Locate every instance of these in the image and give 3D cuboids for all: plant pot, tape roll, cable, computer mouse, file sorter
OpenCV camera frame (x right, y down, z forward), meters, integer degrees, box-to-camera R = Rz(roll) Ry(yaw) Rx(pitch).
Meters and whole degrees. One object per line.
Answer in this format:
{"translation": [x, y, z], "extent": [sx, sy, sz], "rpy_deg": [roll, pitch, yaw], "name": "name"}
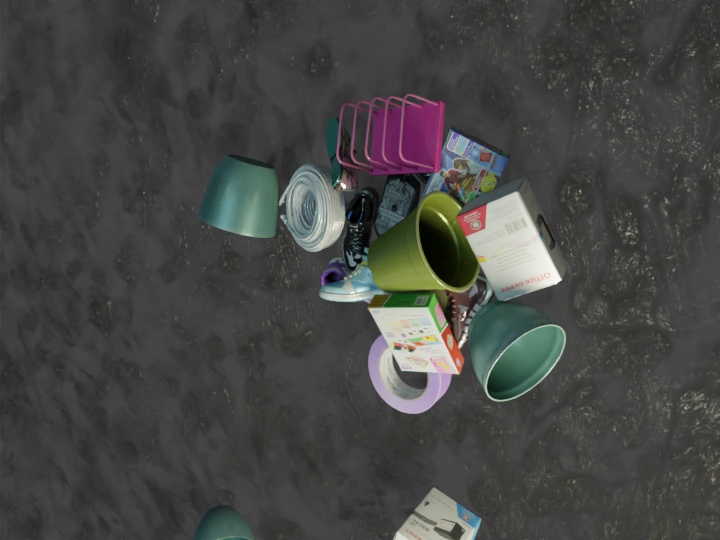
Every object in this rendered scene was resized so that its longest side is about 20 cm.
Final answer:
{"translation": [0.117, -0.033, 1.417], "extent": [0.188, 0.198, 0.205], "rpy_deg": [-22, 92, 45], "name": "plant pot"}
{"translation": [0.115, 0.229, 1.624], "extent": [0.195, 0.065, 0.207], "rpy_deg": [11, 110, 30], "name": "tape roll"}
{"translation": [-0.428, 0.811, 2.117], "extent": [0.203, 0.195, 0.137], "rpy_deg": [-59, 34, 31], "name": "plant pot"}
{"translation": [-0.108, -0.146, 1.618], "extent": [0.203, 0.068, 0.201], "rpy_deg": [62, 139, 27], "name": "cable"}
{"translation": [-0.287, -0.191, 1.695], "extent": [0.197, 0.199, 0.166], "rpy_deg": [23, 104, 26], "name": "plant pot"}
{"translation": [0.301, 0.146, 1.411], "extent": [0.135, 0.196, 0.204], "rpy_deg": [52, 130, 41], "name": "plant pot"}
{"translation": [0.095, -0.157, 1.532], "extent": [0.136, 0.052, 0.205], "rpy_deg": [29, 110, 19], "name": "computer mouse"}
{"translation": [0.057, -0.280, 1.422], "extent": [0.197, 0.123, 0.144], "rpy_deg": [5, 90, 47], "name": "file sorter"}

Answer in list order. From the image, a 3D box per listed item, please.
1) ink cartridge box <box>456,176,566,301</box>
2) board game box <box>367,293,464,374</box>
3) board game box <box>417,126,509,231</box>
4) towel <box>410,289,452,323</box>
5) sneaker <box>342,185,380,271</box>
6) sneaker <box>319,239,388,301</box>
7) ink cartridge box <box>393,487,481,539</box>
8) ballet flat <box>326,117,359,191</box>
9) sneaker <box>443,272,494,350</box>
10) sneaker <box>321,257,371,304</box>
{"translation": [0.302, -0.061, 1.369], "extent": [0.145, 0.086, 0.203], "rpy_deg": [-20, 108, 36], "name": "ink cartridge box"}
{"translation": [0.120, 0.137, 1.472], "extent": [0.149, 0.041, 0.203], "rpy_deg": [-1, 131, 34], "name": "board game box"}
{"translation": [0.207, -0.176, 1.429], "extent": [0.133, 0.035, 0.204], "rpy_deg": [26, 118, 4], "name": "board game box"}
{"translation": [0.144, 0.019, 1.558], "extent": [0.145, 0.036, 0.207], "rpy_deg": [5, 108, 35], "name": "towel"}
{"translation": [-0.013, -0.089, 1.564], "extent": [0.071, 0.112, 0.206], "rpy_deg": [16, 105, 13], "name": "sneaker"}
{"translation": [0.000, 0.000, 1.560], "extent": [0.193, 0.080, 0.135], "rpy_deg": [-4, 96, 0], "name": "sneaker"}
{"translation": [0.177, 0.630, 1.620], "extent": [0.143, 0.199, 0.086], "rpy_deg": [28, 119, 23], "name": "ink cartridge box"}
{"translation": [-0.036, -0.257, 1.559], "extent": [0.069, 0.070, 0.205], "rpy_deg": [-44, 42, 42], "name": "ballet flat"}
{"translation": [0.208, 0.078, 1.499], "extent": [0.114, 0.076, 0.204], "rpy_deg": [29, 110, 6], "name": "sneaker"}
{"translation": [-0.016, 0.038, 1.640], "extent": [0.196, 0.088, 0.083], "rpy_deg": [22, 115, 26], "name": "sneaker"}
